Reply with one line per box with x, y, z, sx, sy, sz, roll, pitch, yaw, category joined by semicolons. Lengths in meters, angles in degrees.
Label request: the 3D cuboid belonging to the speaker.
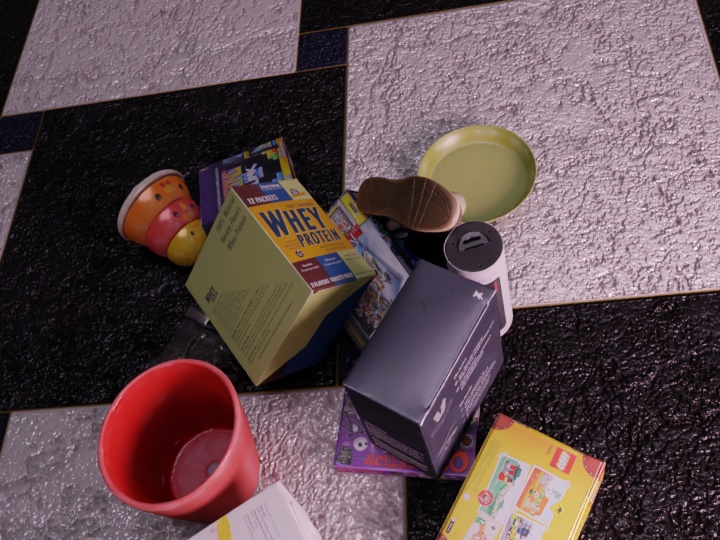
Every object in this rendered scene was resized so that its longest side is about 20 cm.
0.167;0.018;1.124;0.080;0.201;0.083;-6;57;10;speaker

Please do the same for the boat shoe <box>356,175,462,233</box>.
0.078;-0.089;1.131;0.198;0.071;0.074;13;87;50;boat shoe

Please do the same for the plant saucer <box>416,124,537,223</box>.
0.192;-0.153;1.326;0.196;0.031;0.203;-7;58;11;plant saucer

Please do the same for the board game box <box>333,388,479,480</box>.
0.066;0.227;1.127;0.196;0.032;0.122;0;63;14;board game box

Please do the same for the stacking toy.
-0.296;-0.059;1.354;0.199;0.147;0.146;40;74;12;stacking toy

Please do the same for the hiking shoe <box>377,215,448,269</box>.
0.109;-0.040;1.243;0.196;0.087;0.075;10;62;20;hiking shoe

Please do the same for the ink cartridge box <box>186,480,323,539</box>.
-0.135;0.395;1.001;0.198;0.148;0.145;-32;57;-6;ink cartridge box

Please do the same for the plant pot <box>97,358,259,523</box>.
-0.228;0.249;1.096;0.196;0.178;0.204;-7;57;10;plant pot

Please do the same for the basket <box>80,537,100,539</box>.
-0.339;0.441;0.984;0.133;0.126;0.200;6;21;17;basket

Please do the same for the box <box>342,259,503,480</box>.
0.090;0.131;1.044;0.116;0.201;0.198;23;66;24;box

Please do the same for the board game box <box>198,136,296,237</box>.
-0.187;-0.135;1.355;0.163;0.057;0.201;-20;35;0;board game box

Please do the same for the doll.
0.092;-0.029;1.193;0.136;0.048;0.202;38;110;17;doll

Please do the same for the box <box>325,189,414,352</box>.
0.000;0.000;1.205;0.137;0.037;0.201;-47;65;25;box

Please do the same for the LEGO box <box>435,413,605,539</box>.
0.200;0.307;1.012;0.147;0.078;0.202;22;67;25;LEGO box

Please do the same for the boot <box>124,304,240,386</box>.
-0.250;0.163;1.231;0.198;0.069;0.175;26;74;31;boot

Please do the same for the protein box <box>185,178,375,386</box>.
-0.120;0.013;1.164;0.134;0.200;0.201;-14;56;-48;protein box
